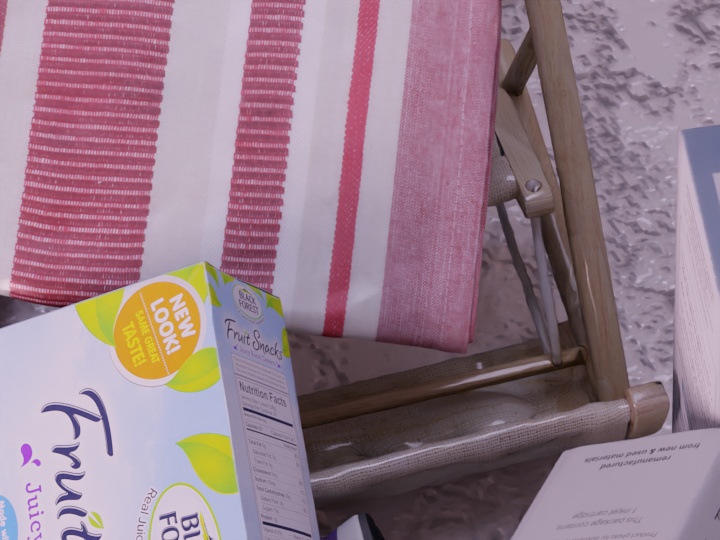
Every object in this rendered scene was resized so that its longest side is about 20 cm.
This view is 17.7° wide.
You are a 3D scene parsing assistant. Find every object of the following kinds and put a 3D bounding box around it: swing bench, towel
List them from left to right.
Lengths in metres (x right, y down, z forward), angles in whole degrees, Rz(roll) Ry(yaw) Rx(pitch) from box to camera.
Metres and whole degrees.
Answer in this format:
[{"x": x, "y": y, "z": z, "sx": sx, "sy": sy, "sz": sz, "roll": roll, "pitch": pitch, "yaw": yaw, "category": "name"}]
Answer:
[{"x": -0.048, "y": -0.050, "z": 0.886, "sx": 0.198, "sy": 0.023, "sz": 0.145, "roll": 6, "pitch": 80, "yaw": 1, "category": "towel"}, {"x": 0.000, "y": 0.000, "z": 0.953, "sx": 0.197, "sy": 0.130, "sz": 0.202, "roll": -12, "pitch": 80, "yaw": -7, "category": "swing bench"}]

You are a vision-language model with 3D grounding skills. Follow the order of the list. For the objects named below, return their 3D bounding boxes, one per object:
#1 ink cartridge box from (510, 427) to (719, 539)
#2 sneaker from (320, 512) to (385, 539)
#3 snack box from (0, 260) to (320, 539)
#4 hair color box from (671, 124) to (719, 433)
[{"x": 0.092, "y": 0.175, "z": 0.771, "sx": 0.087, "sy": 0.146, "sz": 0.200, "roll": -13, "pitch": 31, "yaw": 47, "category": "ink cartridge box"}, {"x": -0.007, "y": 0.190, "z": 0.847, "sx": 0.087, "sy": 0.076, "sz": 0.201, "roll": -23, "pitch": 45, "yaw": 5, "category": "sneaker"}, {"x": -0.097, "y": 0.118, "z": 0.826, "sx": 0.167, "sy": 0.068, "sz": 0.202, "roll": -17, "pitch": 71, "yaw": 21, "category": "snack box"}, {"x": 0.152, "y": 0.050, "z": 0.855, "sx": 0.060, "sy": 0.201, "sz": 0.100, "roll": -6, "pitch": 47, "yaw": 1, "category": "hair color box"}]
